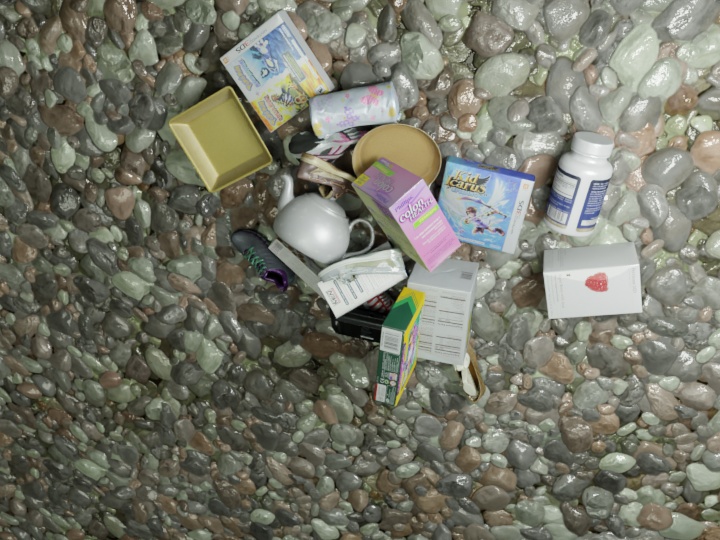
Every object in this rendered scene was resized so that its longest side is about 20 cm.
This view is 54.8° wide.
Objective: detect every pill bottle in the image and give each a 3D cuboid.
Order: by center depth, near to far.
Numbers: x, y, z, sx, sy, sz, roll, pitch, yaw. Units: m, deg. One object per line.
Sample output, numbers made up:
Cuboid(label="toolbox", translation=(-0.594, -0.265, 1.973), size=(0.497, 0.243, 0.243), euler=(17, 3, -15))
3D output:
Cuboid(label="pill bottle", translation=(0.463, -0.183, 1.460), size=(0.110, 0.111, 0.201), euler=(13, 120, 9))

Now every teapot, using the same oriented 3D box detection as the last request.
Cuboid(label="teapot", translation=(-0.094, -0.114, 1.627), size=(0.197, 0.199, 0.147), euler=(39, 101, 39))

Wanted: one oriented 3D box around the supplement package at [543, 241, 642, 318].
Cuboid(label="supplement package", translation=(0.514, 0.022, 1.547), size=(0.198, 0.120, 0.122), euler=(-6, 114, 18))

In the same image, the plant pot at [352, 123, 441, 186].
Cuboid(label="plant pot", translation=(0.081, -0.250, 1.550), size=(0.198, 0.028, 0.201), euler=(2, 136, 2))

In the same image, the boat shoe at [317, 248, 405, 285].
Cuboid(label="boat shoe", translation=(0.001, 0.000, 1.583), size=(0.200, 0.074, 0.065), euler=(-14, 88, 4))

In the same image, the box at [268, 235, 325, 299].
Cuboid(label="box", translation=(-0.146, -0.011, 1.763), size=(0.200, 0.039, 0.041), euler=(42, 121, -8))

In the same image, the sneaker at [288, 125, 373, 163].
Cuboid(label="sneaker", translation=(-0.060, -0.290, 1.583), size=(0.198, 0.081, 0.086), euler=(-11, 152, 9))

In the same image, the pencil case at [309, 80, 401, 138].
Cuboid(label="pencil case", translation=(-0.014, -0.348, 1.505), size=(0.198, 0.083, 0.091), euler=(-11, 82, 8))

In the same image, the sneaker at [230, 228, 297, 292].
Cuboid(label="sneaker", translation=(-0.250, -0.028, 1.756), size=(0.199, 0.088, 0.075), euler=(35, 120, -4))

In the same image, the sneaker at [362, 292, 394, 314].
Cuboid(label="sneaker", translation=(0.064, 0.081, 1.733), size=(0.112, 0.071, 0.201), euler=(0, 124, 20))

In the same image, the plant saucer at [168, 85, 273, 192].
Cuboid(label="plant saucer", translation=(-0.326, -0.313, 1.652), size=(0.199, 0.049, 0.201), euler=(-21, 110, 24))

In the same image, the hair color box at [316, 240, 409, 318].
Cuboid(label="hair color box", translation=(0.007, 0.021, 1.650), size=(0.199, 0.061, 0.100), euler=(-30, 89, 9))

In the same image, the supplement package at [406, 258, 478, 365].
Cuboid(label="supplement package", translation=(0.191, 0.092, 1.655), size=(0.149, 0.152, 0.201), euler=(9, 119, 13))

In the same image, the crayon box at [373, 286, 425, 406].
Cuboid(label="crayon box", translation=(0.087, 0.166, 1.537), size=(0.058, 0.173, 0.201), euler=(13, 120, 14))

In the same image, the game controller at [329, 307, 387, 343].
Cuboid(label="game controller", translation=(0.018, 0.138, 1.733), size=(0.198, 0.042, 0.105), euler=(12, 145, 16))

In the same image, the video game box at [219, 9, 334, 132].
Cuboid(label="video game box", translation=(-0.187, -0.441, 1.549), size=(0.181, 0.047, 0.201), euler=(-28, 106, 28))

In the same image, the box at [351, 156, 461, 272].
Cuboid(label="box", translation=(0.100, -0.123, 1.516), size=(0.097, 0.176, 0.200), euler=(-41, 126, -5))

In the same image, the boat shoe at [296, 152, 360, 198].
Cuboid(label="boat shoe", translation=(-0.068, -0.197, 1.573), size=(0.072, 0.199, 0.072), euler=(21, 88, 42))

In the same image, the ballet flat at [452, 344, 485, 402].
Cuboid(label="ballet flat", translation=(0.265, 0.253, 1.765), size=(0.067, 0.072, 0.201), euler=(-13, 112, 22))

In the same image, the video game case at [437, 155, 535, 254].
Cuboid(label="video game case", translation=(0.274, -0.147, 1.571), size=(0.198, 0.046, 0.183), euler=(14, 119, 9))
